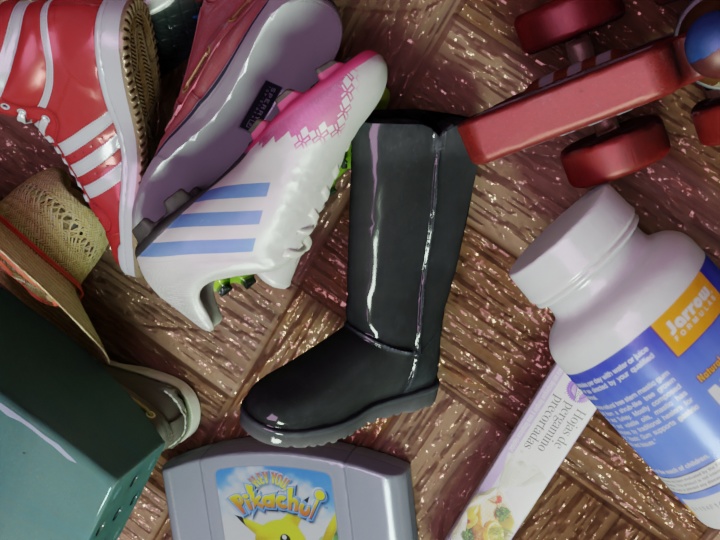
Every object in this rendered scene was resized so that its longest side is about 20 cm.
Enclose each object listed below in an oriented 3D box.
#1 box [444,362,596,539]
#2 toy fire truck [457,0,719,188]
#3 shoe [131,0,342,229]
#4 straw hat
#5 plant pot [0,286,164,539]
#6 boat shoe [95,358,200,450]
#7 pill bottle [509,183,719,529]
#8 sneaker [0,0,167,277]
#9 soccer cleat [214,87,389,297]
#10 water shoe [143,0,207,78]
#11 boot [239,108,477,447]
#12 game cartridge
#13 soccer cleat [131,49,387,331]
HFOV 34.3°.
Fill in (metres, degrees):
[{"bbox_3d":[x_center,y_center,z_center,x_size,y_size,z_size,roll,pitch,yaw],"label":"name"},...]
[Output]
[{"bbox_3d":[0.109,0.142,0.807,0.038,0.041,0.201,31,112,8],"label":"box"},{"bbox_3d":[0.163,-0.111,0.647,0.198,0.168,0.113,-17,99,23],"label":"toy fire truck"},{"bbox_3d":[-0.087,-0.108,0.758,0.071,0.091,0.201,24,112,-32],"label":"shoe"},{"bbox_3d":[-0.224,-0.026,0.841,0.200,0.201,0.085,38,74,6],"label":"straw hat"},{"bbox_3d":[-0.250,0.117,0.809,0.199,0.141,0.142,30,105,7],"label":"plant pot"},{"bbox_3d":[-0.225,0.100,0.901,0.200,0.060,0.073,10,108,16],"label":"boat shoe"},{"bbox_3d":[0.186,0.048,0.709,0.112,0.112,0.200,-41,93,24],"label":"pill bottle"},{"bbox_3d":[-0.190,-0.089,0.778,0.111,0.071,0.202,6,124,8],"label":"sneaker"},{"bbox_3d":[-0.062,-0.068,0.797,0.200,0.067,0.081,-45,75,24],"label":"soccer cleat"},{"bbox_3d":[-0.131,-0.201,0.791,0.199,0.071,0.079,-37,64,26],"label":"water shoe"},{"bbox_3d":[0.001,0.000,0.744,0.065,0.164,0.202,28,118,38],"label":"boot"},{"bbox_3d":[-0.055,0.192,0.883,0.198,0.040,0.135,-2,100,20],"label":"game cartridge"},{"bbox_3d":[-0.046,-0.044,0.702,0.200,0.070,0.087,-40,90,16],"label":"soccer cleat"}]
